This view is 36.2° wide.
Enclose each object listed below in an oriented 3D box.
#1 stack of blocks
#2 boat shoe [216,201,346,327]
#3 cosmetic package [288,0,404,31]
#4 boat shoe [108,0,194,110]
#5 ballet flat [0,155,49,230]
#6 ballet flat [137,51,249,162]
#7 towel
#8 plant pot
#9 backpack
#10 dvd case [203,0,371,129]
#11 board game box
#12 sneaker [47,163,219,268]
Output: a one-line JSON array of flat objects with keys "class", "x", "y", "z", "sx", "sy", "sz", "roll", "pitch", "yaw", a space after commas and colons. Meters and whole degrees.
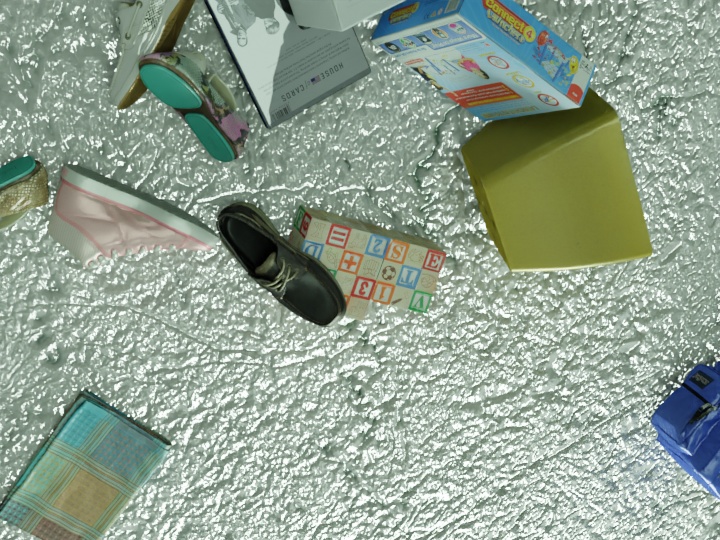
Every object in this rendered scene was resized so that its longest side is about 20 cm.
[{"class": "stack of blocks", "x": 0.000, "y": 0.000, "z": 1.429, "sx": 0.198, "sy": 0.059, "sz": 0.117, "roll": 13, "pitch": 104, "yaw": -24}, {"class": "boat shoe", "x": -0.104, "y": -0.001, "z": 1.333, "sx": 0.199, "sy": 0.073, "sz": 0.075, "roll": 40, "pitch": 107, "yaw": 8}, {"class": "cosmetic package", "x": 0.001, "y": -0.402, "z": 1.230, "sx": 0.198, "sy": 0.123, "sz": 0.202, "roll": -29, "pitch": 115, "yaw": -20}, {"class": "boat shoe", "x": -0.242, "y": -0.280, "z": 1.241, "sx": 0.069, "sy": 0.071, "sz": 0.201, "roll": 31, "pitch": 106, "yaw": 0}, {"class": "ballet flat", "x": -0.443, "y": -0.061, "z": 1.245, "sx": 0.198, "sy": 0.071, "sz": 0.066, "roll": -23, "pitch": 130, "yaw": -7}, {"class": "ballet flat", "x": -0.187, "y": -0.204, "z": 1.263, "sx": 0.200, "sy": 0.068, "sz": 0.072, "roll": 50, "pitch": 52, "yaw": -53}, {"class": "towel", "x": -0.355, "y": 0.268, "z": 1.420, "sx": 0.146, "sy": 0.022, "sz": 0.201, "roll": 36, "pitch": 95, "yaw": -26}, {"class": "plant pot", "x": 0.239, "y": -0.111, "z": 1.410, "sx": 0.174, "sy": 0.200, "sz": 0.202, "roll": -21, "pitch": 116, "yaw": 2}, {"class": "backpack", "x": 0.558, "y": 0.222, "z": 1.655, "sx": 0.200, "sy": 0.163, "sz": 0.168, "roll": -45, "pitch": 114, "yaw": 1}, {"class": "dvd case", "x": -0.090, "y": -0.291, "z": 1.309, "sx": 0.149, "sy": 0.025, "sz": 0.202, "roll": -29, "pitch": 117, "yaw": -8}, {"class": "board game box", "x": 0.142, "y": -0.258, "z": 1.306, "sx": 0.195, "sy": 0.199, "sz": 0.056, "roll": 30, "pitch": 78, "yaw": -27}, {"class": "sneaker", "x": -0.274, "y": -0.041, "z": 1.305, "sx": 0.198, "sy": 0.075, "sz": 0.106, "roll": 22, "pitch": 96, "yaw": -18}]
